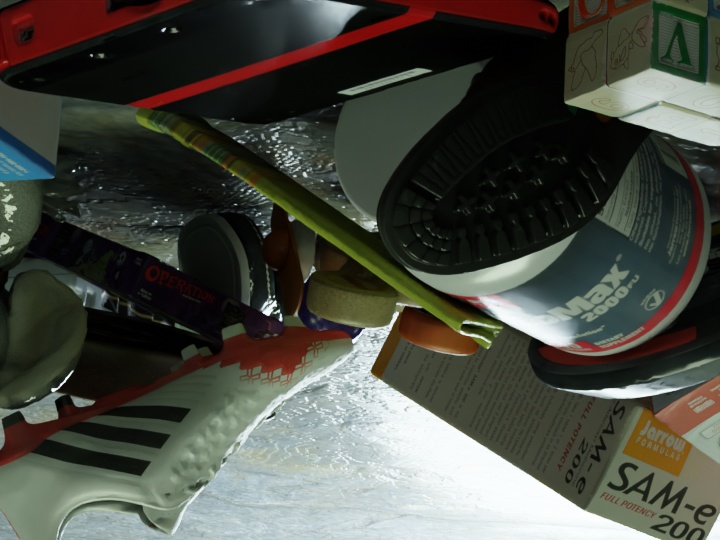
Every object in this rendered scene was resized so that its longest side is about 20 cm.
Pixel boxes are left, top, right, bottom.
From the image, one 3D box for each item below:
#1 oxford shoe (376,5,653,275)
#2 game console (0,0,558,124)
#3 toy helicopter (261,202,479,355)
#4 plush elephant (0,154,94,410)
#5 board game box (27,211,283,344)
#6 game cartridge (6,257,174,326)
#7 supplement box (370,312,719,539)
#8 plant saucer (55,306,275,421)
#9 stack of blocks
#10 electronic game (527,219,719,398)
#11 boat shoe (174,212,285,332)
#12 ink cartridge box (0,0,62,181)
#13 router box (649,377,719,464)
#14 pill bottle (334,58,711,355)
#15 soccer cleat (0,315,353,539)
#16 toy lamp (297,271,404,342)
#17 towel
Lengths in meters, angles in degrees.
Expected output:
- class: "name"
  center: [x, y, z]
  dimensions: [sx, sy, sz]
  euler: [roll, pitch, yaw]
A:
- class: "oxford shoe"
  center: [0.071, -0.058, 1.212]
  dimensions: [0.200, 0.073, 0.084]
  euler: [-36, -162, -33]
- class: "game console"
  center: [-0.043, -0.102, 1.196]
  dimensions: [0.176, 0.031, 0.199]
  euler: [5, 168, -42]
- class: "toy helicopter"
  center: [0.000, 0.000, 1.506]
  dimensions: [0.131, 0.079, 0.200]
  euler: [16, -170, 8]
- class: "plush elephant"
  center: [-0.224, -0.005, 1.461]
  dimensions: [0.164, 0.156, 0.199]
  euler: [-11, 159, 41]
- class: "board game box"
  center: [-0.115, 0.009, 1.564]
  dimensions: [0.120, 0.032, 0.200]
  euler: [32, 174, -30]
- class: "game cartridge"
  center: [-0.196, 0.031, 1.819]
  dimensions: [0.132, 0.041, 0.200]
  euler: [-7, 162, 21]
- class: "supplement box"
  center: [0.119, 0.087, 1.713]
  dimensions: [0.126, 0.074, 0.200]
  euler: [24, -175, -46]
- class: "plant saucer"
  center: [-0.142, 0.046, 1.580]
  dimensions: [0.199, 0.032, 0.200]
  euler: [12, -176, -1]
- class: "stack of blocks"
  center: [0.181, -0.082, 1.185]
  dimensions: [0.199, 0.116, 0.058]
  euler: [14, 161, -32]
- class: "electronic game"
  center: [0.181, 0.011, 1.485]
  dimensions: [0.199, 0.042, 0.200]
  euler: [-22, -166, 6]
- class: "boat shoe"
  center: [-0.071, 0.016, 1.687]
  dimensions: [0.060, 0.076, 0.200]
  euler: [-23, 162, -19]
- class: "ink cartridge box"
  center: [-0.253, -0.094, 1.280]
  dimensions: [0.199, 0.085, 0.146]
  euler: [-4, 163, 20]
- class: "router box"
  center: [0.293, 0.057, 1.582]
  dimensions: [0.200, 0.049, 0.179]
  euler: [-34, 129, 30]
- class: "pill bottle"
  center: [0.076, -0.037, 1.359]
  dimensions: [0.119, 0.120, 0.200]
  euler: [-7, 162, 32]
- class: "soccer cleat"
  center: [-0.091, 0.087, 1.440]
  dimensions: [0.199, 0.086, 0.069]
  euler: [-21, 171, -6]
- class: "toy lamp"
  center: [0.044, 0.008, 1.652]
  dimensions: [0.058, 0.059, 0.199]
  euler: [16, 162, -39]
- class: "towel"
  center: [-0.021, -0.023, 1.396]
  dimensions: [0.199, 0.018, 0.086]
  euler: [34, -173, 16]
